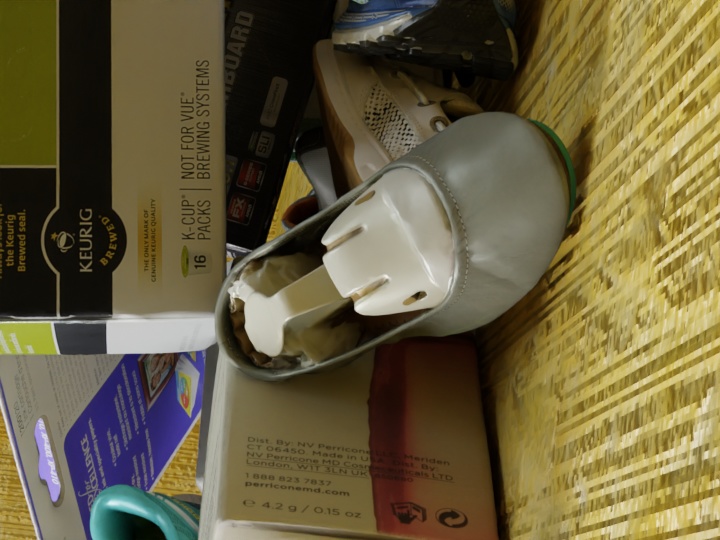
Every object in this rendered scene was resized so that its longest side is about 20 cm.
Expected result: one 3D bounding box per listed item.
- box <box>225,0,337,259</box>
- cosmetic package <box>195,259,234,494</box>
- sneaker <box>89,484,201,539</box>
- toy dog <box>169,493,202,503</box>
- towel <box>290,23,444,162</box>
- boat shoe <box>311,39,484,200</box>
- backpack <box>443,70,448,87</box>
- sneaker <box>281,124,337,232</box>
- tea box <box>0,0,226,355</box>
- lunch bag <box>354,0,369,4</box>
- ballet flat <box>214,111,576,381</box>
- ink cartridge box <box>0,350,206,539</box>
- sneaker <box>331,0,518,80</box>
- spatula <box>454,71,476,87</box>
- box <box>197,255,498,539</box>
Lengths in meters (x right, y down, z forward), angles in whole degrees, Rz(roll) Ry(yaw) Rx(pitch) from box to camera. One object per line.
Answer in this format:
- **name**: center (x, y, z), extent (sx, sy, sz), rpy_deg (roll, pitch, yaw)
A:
- **box**: center (-0.094, -0.121, 1.093), extent (0.048, 0.157, 0.201), rpy_deg (87, -160, -82)
- **cosmetic package**: center (-0.033, 0.077, 1.261), extent (0.201, 0.071, 0.102), rpy_deg (-91, -25, -57)
- **sneaker**: center (-0.075, 0.172, 1.011), extent (0.078, 0.079, 0.200), rpy_deg (-45, 39, 15)
- **toy dog**: center (-0.080, 0.219, 1.213), extent (0.132, 0.096, 0.201), rpy_deg (-91, -24, -74)
- **towel**: center (-0.027, -0.154, 1.152), extent (0.031, 0.148, 0.202), rpy_deg (165, 103, -65)
- **boat shoe**: center (0.024, -0.048, 0.990), extent (0.200, 0.069, 0.071), rpy_deg (-112, 8, -60)
- **backpack**: center (-0.049, -0.140, 1.231), extent (0.154, 0.198, 0.164), rpy_deg (109, 168, -63)
- **sneaker**: center (0.000, 0.000, 1.147), extent (0.074, 0.079, 0.201), rpy_deg (-89, 2, -47)
- **tea box**: center (-0.155, -0.069, 0.987), extent (0.134, 0.195, 0.202), rpy_deg (132, 138, -80)
- **lunch bag**: center (0.018, -0.213, 0.938), extent (0.201, 0.075, 0.160), rpy_deg (-60, 15, 14)
- **ballet flat**: center (0.005, 0.001, 0.847), extent (0.200, 0.063, 0.068), rpy_deg (-32, 81, 58)
- **ink cartridge box**: center (-0.141, 0.046, 1.185), extent (0.200, 0.043, 0.199), rpy_deg (-62, -28, -47)
- **sneaker**: center (0.028, -0.136, 1.013), extent (0.200, 0.078, 0.090), rpy_deg (-121, 41, -74)
- **spatula**: center (0.049, -0.165, 1.157), extent (0.057, 0.020, 0.201), rpy_deg (102, 172, -50)
- **box**: center (-0.010, 0.101, 0.951), extent (0.200, 0.108, 0.129), rpy_deg (-91, 9, -61)
